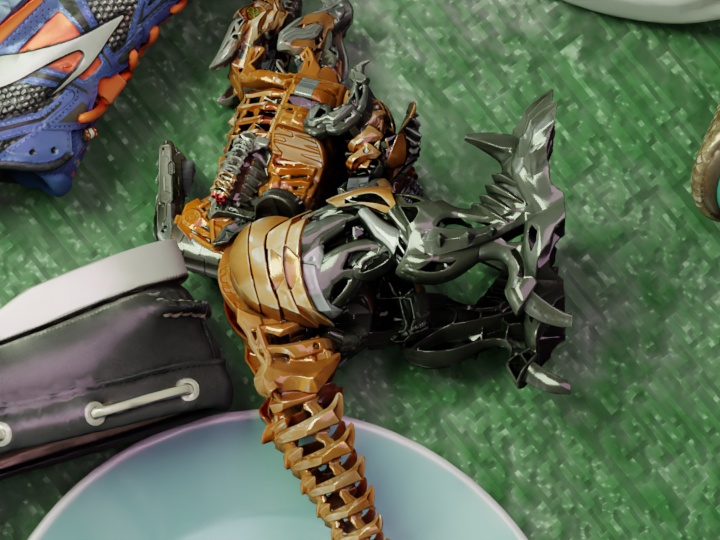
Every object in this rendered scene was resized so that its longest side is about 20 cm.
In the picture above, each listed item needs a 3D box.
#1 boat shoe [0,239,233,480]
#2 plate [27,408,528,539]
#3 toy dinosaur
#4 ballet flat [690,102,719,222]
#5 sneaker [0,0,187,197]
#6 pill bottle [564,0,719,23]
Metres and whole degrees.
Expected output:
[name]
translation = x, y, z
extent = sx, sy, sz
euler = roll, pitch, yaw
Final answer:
[boat shoe]
translation = -0.136, 0.055, 0.872
extent = 0.199, 0.074, 0.061
euler = -24, 84, -15
[plate]
translation = -0.025, 0.144, 0.895
extent = 0.199, 0.026, 0.201
euler = 4, 72, -11
[toy dinosaur]
translation = 0.000, 0.000, 0.919
extent = 0.135, 0.102, 0.201
euler = -4, 83, 1
[ballet flat]
translation = 0.183, -0.084, 0.997
extent = 0.199, 0.071, 0.065
euler = -29, 54, -21
[sneaker]
translation = -0.105, -0.065, 0.925
extent = 0.199, 0.075, 0.079
euler = -30, 90, -10
[pill bottle]
translation = 0.112, -0.198, 0.983
extent = 0.111, 0.111, 0.201
euler = 15, 70, -7
